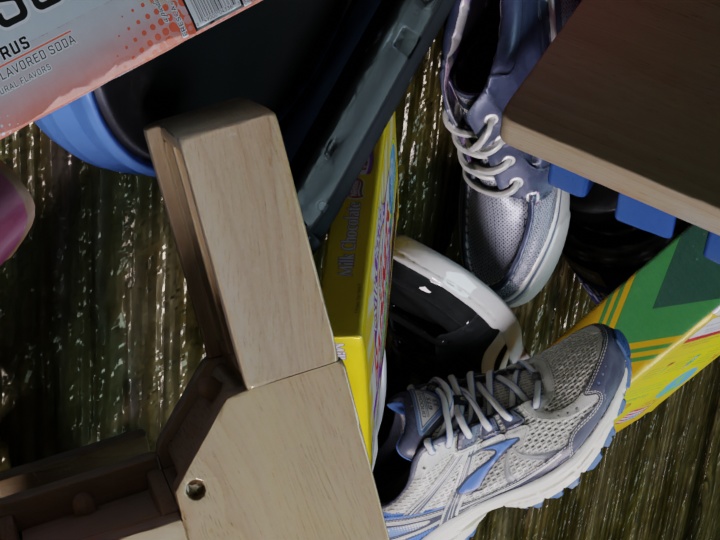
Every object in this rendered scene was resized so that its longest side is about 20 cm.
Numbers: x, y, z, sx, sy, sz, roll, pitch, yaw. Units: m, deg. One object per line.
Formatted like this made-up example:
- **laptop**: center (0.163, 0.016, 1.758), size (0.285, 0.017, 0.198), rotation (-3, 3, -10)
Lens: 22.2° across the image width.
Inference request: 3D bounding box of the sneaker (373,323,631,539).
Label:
- **sneaker**: center (0.061, 0.092, 1.009), size (0.200, 0.077, 0.085), rotation (-41, 120, 18)

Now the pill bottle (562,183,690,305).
- **pill bottle**: center (0.176, -0.037, 1.168), size (0.112, 0.111, 0.200), rotation (-59, 151, -9)

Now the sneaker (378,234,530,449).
- **sneaker**: center (0.042, 0.068, 1.066), size (0.112, 0.073, 0.200), rotation (-55, 148, -9)

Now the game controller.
- **game controller**: center (-0.005, -0.092, 0.852), size (0.042, 0.104, 0.201), rotation (31, 85, -22)

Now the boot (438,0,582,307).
- **boot**: center (0.072, -0.074, 1.020), size (0.090, 0.072, 0.202), rotation (-10, 112, -51)

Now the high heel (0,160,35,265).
- **high heel**: center (-0.177, 0.038, 0.630), size (0.096, 0.067, 0.200), rotation (-46, 173, -39)

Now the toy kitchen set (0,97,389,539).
- **toy kitchen set**: center (-0.118, 0.043, 0.755), size (0.198, 0.163, 0.182), rotation (-17, 103, -10)

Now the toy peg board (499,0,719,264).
- **toy peg board**: center (0.201, -0.072, 0.986), size (0.200, 0.199, 0.098), rotation (-53, 159, -35)

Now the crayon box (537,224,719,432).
- **crayon box**: center (0.181, 0.034, 1.089), size (0.200, 0.051, 0.127), rotation (-44, 161, 28)

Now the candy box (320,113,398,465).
- **candy box**: center (0.000, 0.000, 0.888), size (0.201, 0.026, 0.103), rotation (-83, 170, -48)

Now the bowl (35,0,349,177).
- **bowl**: center (-0.064, -0.133, 0.767), size (0.200, 0.039, 0.202), rotation (-39, 142, -39)

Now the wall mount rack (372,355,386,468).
- **wall mount rack**: center (-0.035, 0.126, 0.948), size (0.201, 0.074, 0.175), rotation (-73, 160, -44)

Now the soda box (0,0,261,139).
- **soda box**: center (-0.131, -0.074, 0.613), size (0.199, 0.068, 0.064), rotation (-32, 101, -28)
